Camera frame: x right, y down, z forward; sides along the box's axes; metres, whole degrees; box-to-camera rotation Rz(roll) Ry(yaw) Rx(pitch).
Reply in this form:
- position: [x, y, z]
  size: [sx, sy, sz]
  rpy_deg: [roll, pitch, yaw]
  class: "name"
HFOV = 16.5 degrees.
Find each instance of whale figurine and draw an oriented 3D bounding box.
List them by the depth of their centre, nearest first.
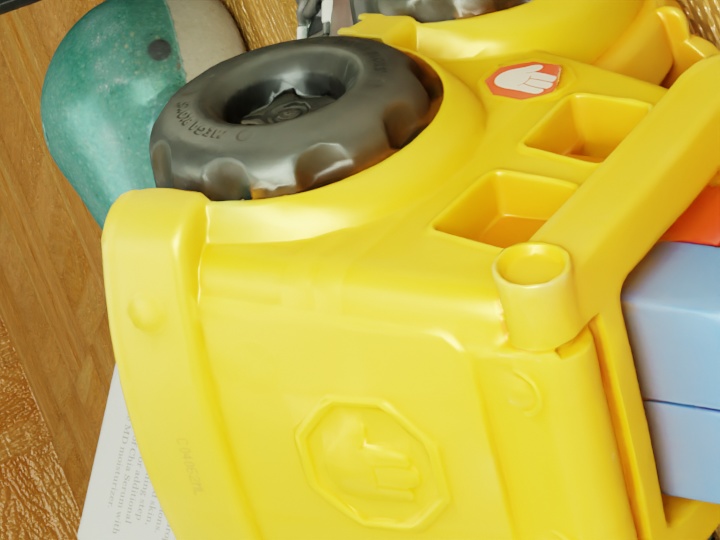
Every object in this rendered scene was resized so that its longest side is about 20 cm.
- position: [-0.101, -0.041, 1.230]
  size: [0.159, 0.103, 0.201]
  rpy_deg: [119, 142, -74]
  class: "whale figurine"

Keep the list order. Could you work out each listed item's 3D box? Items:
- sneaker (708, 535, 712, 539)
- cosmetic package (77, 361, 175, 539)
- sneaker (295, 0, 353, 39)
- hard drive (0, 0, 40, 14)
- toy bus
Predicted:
- position: [0.093, 0.146, 0.849]
  size: [0.074, 0.088, 0.201]
  rpy_deg: [106, 142, -72]
  class: "sneaker"
- position: [0.002, 0.070, 0.854]
  size: [0.199, 0.071, 0.102]
  rpy_deg: [13, 90, 40]
  class: "cosmetic package"
- position: [0.002, -0.070, 0.871]
  size: [0.077, 0.082, 0.201]
  rpy_deg: [112, 134, -72]
  class: "sneaker"
- position: [-0.158, -0.157, 1.251]
  size: [0.200, 0.139, 0.033]
  rpy_deg: [-173, 62, -75]
  class: "hard drive"
- position: [0.065, -0.004, 0.616]
  size: [0.191, 0.200, 0.136]
  rpy_deg: [4, 123, 35]
  class: "toy bus"
